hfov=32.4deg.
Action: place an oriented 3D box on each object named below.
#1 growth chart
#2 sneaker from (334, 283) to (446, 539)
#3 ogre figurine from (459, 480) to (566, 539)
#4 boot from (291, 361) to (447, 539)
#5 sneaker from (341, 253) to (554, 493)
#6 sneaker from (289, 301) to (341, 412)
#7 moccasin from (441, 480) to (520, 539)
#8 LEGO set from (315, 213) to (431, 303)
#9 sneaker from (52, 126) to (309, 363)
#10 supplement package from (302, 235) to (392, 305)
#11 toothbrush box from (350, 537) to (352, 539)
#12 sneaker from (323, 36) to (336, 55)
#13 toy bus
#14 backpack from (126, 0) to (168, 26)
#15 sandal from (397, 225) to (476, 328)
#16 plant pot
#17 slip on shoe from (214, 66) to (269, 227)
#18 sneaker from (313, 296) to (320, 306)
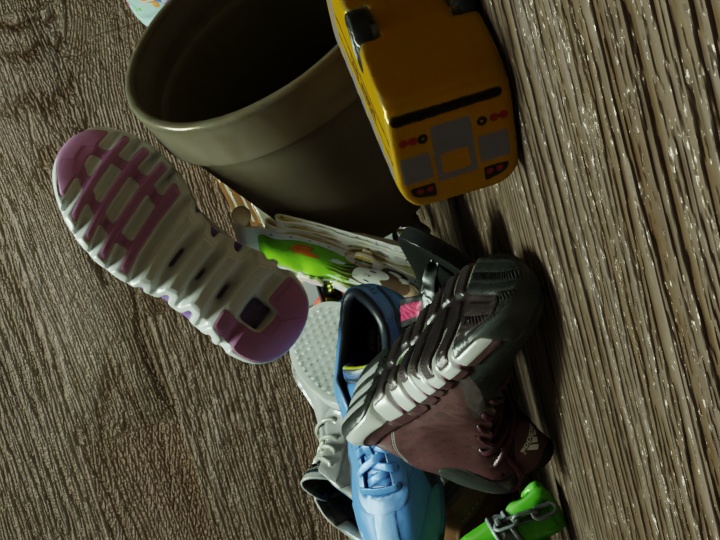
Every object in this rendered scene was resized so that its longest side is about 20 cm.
[{"bbox_3d":[0.000,0.000,0.870,0.145,0.198,0.018,69,-143,-67],"label":"growth chart"},{"bbox_3d":[0.010,0.108,0.823,0.078,0.065,0.202,26,-124,-59],"label":"sneaker"},{"bbox_3d":[0.093,0.247,0.797,0.098,0.119,0.201,-110,4,-55],"label":"ogre figurine"},{"bbox_3d":[-0.013,0.136,0.979,0.200,0.095,0.074,41,145,31],"label":"boot"},{"bbox_3d":[0.078,0.069,0.710,0.200,0.115,0.076,-44,18,55],"label":"sneaker"},{"bbox_3d":[0.029,0.088,0.930,0.199,0.079,0.079,27,173,45],"label":"sneaker"},{"bbox_3d":[0.097,0.195,0.907,0.078,0.074,0.202,36,161,27],"label":"moccasin"},{"bbox_3d":[0.025,-0.039,1.040,0.153,0.115,0.202,30,-141,-49],"label":"LEGO set"},{"bbox_3d":[-0.127,-0.015,0.842,0.200,0.081,0.088,42,173,-15],"label":"sneaker"},{"bbox_3d":[-0.037,-0.076,1.250,0.200,0.150,0.152,-114,8,-71],"label":"supplement package"},{"bbox_3d":[0.075,0.284,1.124,0.200,0.144,0.087,-114,9,-77],"label":"toothbrush box"},{"bbox_3d":[-0.004,-0.178,1.016,0.200,0.074,0.089,101,166,-72],"label":"sneaker"},{"bbox_3d":[0.022,-0.129,0.654,0.201,0.064,0.079,-109,3,-47],"label":"toy bus"},{"bbox_3d":[-0.127,-0.287,0.934,0.150,0.199,0.179,31,-144,-55],"label":"backpack"},{"bbox_3d":[0.058,0.035,0.785,0.075,0.045,0.200,33,164,23],"label":"sandal"},{"bbox_3d":[-0.033,-0.111,0.853,0.174,0.199,0.201,55,-170,-40],"label":"plant pot"},{"bbox_3d":[-0.088,-0.105,0.950,0.201,0.060,0.076,64,157,-8],"label":"slip on shoe"},{"bbox_3d":[0.026,0.089,1.135,0.201,0.084,0.075,56,150,-3],"label":"sneaker"}]
